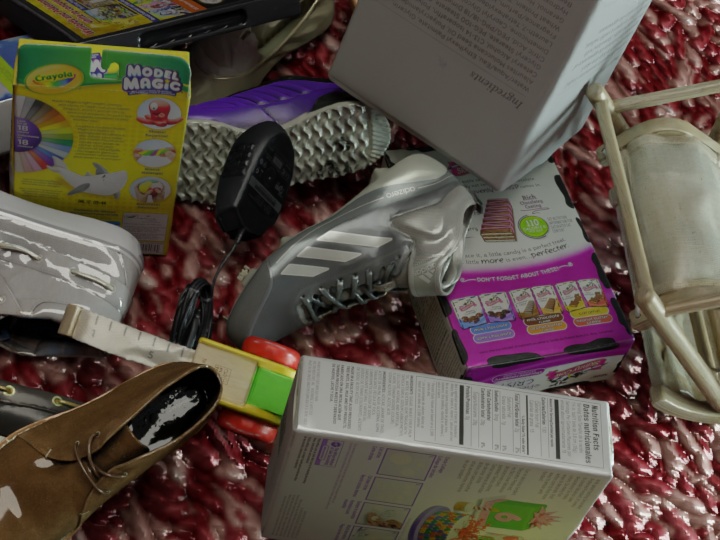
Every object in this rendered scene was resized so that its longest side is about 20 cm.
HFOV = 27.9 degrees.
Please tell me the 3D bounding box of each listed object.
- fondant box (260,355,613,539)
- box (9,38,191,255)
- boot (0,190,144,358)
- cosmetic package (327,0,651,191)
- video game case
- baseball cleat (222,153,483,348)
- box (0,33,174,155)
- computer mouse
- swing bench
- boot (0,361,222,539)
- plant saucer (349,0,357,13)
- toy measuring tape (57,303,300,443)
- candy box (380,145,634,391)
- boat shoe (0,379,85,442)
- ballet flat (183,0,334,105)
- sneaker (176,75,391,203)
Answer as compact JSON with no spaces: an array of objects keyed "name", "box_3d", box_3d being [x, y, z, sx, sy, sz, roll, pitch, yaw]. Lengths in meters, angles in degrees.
[{"name":"fondant box","box_3d":[0.044,0.130,0.934,0.200,0.144,0.058,10,52,-7]},{"name":"box","box_3d":[-0.182,-0.089,0.998,0.117,0.200,0.048,3,55,-12]},{"name":"boot","box_3d":[-0.255,0.001,0.996,0.200,0.074,0.096,12,54,-2]},{"name":"cosmetic package","box_3d":[0.110,-0.200,1.067,0.165,0.200,0.165,36,35,14]},{"name":"video game case","box_3d":[-0.174,-0.213,1.136,0.180,0.026,0.200,-19,31,-26]},{"name":"baseball cleat","box_3d":[0.000,0.000,1.018,0.200,0.070,0.106,-43,60,-8]},{"name":"box","box_3d":[-0.245,-0.137,1.084,0.200,0.048,0.122,-19,34,-25]},{"name":"computer mouse","box_3d":[-0.100,-0.018,1.040,0.034,0.059,0.200,13,70,29]},{"name":"swing bench","box_3d":[0.253,-0.014,1.072,0.129,0.200,0.199,-10,54,7]},{"name":"boot","box_3d":[-0.168,0.114,0.873,0.200,0.075,0.074,-36,95,-25]},{"name":"plant saucer","box_3d":[0.081,-0.232,1.246,0.200,0.037,0.201,7,65,-16]},{"name":"toy measuring tape","box_3d":[-0.105,0.069,0.985,0.200,0.074,0.074,19,53,-1]},{"name":"candy box","box_3d":[0.103,-0.005,1.095,0.136,0.061,0.200,-8,58,-18]},{"name":"boat shoe","box_3d":[-0.254,0.090,0.935,0.201,0.072,0.061,23,56,-7]},{"name":"ballet flat","box_3d":[-0.091,-0.192,1.178,0.069,0.070,0.200,35,55,12]},{"name":"sneaker","box_3d":[-0.081,-0.110,1.127,0.200,0.070,0.100,-6,33,-4]}]
